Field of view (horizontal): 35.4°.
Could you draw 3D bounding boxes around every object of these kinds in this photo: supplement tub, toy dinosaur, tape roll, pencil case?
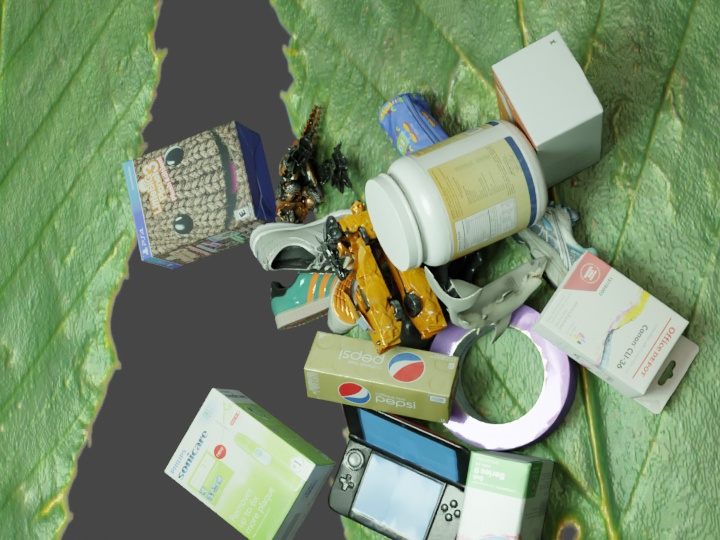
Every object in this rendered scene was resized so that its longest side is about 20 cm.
[{"bbox_3d":[0.119,-0.093,1.426,0.198,0.145,0.145,-23,73,-14],"label":"supplement tub"},{"bbox_3d":[-0.089,-0.147,1.663,0.135,0.101,0.202,-17,79,62],"label":"toy dinosaur"},{"bbox_3d":[0.192,0.142,1.536,0.198,0.066,0.202,-3,83,20],"label":"tape roll"},{"bbox_3d":[0.099,-0.167,1.578,0.077,0.087,0.201,-18,54,-20],"label":"pencil case"}]

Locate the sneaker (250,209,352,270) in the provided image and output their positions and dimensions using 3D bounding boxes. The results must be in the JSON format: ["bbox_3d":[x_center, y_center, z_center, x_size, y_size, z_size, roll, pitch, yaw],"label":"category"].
[{"bbox_3d":[-0.055,-0.029,1.613,0.198,0.075,0.082,-11,39,-7],"label":"sneaker"}]

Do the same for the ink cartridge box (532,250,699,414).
[{"bbox_3d":[0.337,0.082,1.451,0.199,0.068,0.117,35,80,4],"label":"ink cartridge box"}]

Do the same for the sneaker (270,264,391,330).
[{"bbox_3d":[-0.046,0.017,1.639,0.198,0.071,0.081,-22,79,17],"label":"sneaker"}]

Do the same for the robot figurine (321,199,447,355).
[{"bbox_3d":[0.027,0.002,1.478,0.144,0.058,0.202,-16,72,-25],"label":"robot figurine"}]

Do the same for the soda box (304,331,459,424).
[{"bbox_3d":[0.028,0.141,1.499,0.198,0.064,0.068,10,49,12],"label":"soda box"}]

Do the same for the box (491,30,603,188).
[{"bbox_3d":[0.247,-0.204,1.483,0.097,0.200,0.125,-27,73,3],"label":"box"}]

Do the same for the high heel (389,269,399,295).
[{"bbox_3d":[0.093,-0.026,1.593,0.095,0.067,0.202,-9,79,24],"label":"high heel"}]

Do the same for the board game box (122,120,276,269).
[{"bbox_3d":[-0.241,-0.113,1.716,0.198,0.097,0.161,-19,76,17],"label":"board game box"}]

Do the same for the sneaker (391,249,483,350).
[{"bbox_3d":[0.098,0.040,1.533,0.201,0.076,0.091,-63,28,-6],"label":"sneaker"}]

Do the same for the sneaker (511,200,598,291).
[{"bbox_3d":[0.249,-0.067,1.548,0.086,0.078,0.201,-35,79,0],"label":"sneaker"}]

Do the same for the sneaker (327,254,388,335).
[{"bbox_3d":[0.000,0.000,1.556,0.075,0.092,0.201,30,60,-4],"label":"sneaker"}]

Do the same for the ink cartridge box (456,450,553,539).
[{"bbox_3d":[0.182,0.341,1.468,0.087,0.145,0.202,7,85,22],"label":"ink cartridge box"}]

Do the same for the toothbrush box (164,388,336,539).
[{"bbox_3d":[-0.160,0.286,1.638,0.199,0.086,0.146,33,95,23],"label":"toothbrush box"}]

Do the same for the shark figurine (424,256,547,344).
[{"bbox_3d":[0.141,0.034,1.450,0.089,0.213,0.129,43,123,26],"label":"shark figurine"}]

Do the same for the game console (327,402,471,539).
[{"bbox_3d":[0.048,0.286,1.541,0.198,0.119,0.174,21,90,22],"label":"game console"}]
